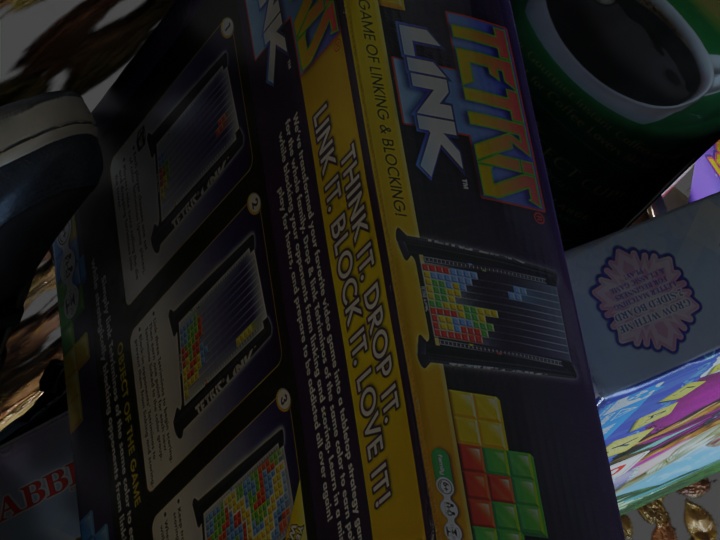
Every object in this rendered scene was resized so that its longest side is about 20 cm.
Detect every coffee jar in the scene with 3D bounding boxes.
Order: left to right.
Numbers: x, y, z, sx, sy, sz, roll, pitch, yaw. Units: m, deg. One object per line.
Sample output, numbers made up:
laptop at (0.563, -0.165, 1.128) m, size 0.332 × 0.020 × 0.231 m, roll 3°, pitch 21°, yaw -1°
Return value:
coffee jar at (0.076, -0.077, 0.714) m, size 0.200 × 0.104 × 0.085 m, roll -38°, pitch -167°, yaw 50°

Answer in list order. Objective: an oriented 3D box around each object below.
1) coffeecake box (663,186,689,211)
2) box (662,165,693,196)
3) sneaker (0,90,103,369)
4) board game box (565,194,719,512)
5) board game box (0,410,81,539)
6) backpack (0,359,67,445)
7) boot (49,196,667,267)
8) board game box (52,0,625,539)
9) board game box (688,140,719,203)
coffeecake box at (0.067, 0.019, 1.130) m, size 0.153 × 0.073 × 0.200 m, roll -37°, pitch -146°, yaw -4°
box at (0.012, -0.012, 1.004) m, size 0.200 × 0.100 × 0.096 m, roll -36°, pitch 173°, yaw -20°
sneaker at (-0.107, 0.061, 0.705) m, size 0.202 × 0.146 × 0.077 m, roll -42°, pitch 169°, yaw 25°
board game box at (0.107, 0.022, 0.787) m, size 0.199 × 0.041 × 0.200 m, roll -21°, pitch 165°, yaw -24°
board game box at (-0.086, 0.138, 0.770) m, size 0.199 × 0.200 × 0.041 m, roll -27°, pitch 139°, yaw 6°
backpack at (-0.138, 0.153, 1.007) m, size 0.200 × 0.135 × 0.183 m, roll -39°, pitch -167°, yaw 10°
boot at (0.000, 0.000, 0.884) m, size 0.200 × 0.187 × 0.064 m, roll -39°, pitch -143°, yaw -16°
board game box at (-0.016, 0.018, 0.683) m, size 0.056 × 0.201 × 0.165 m, roll 11°, pitch 145°, yaw -31°
board game box at (0.171, -0.079, 0.854) m, size 0.134 × 0.045 × 0.200 m, roll -41°, pitch 163°, yaw -11°
